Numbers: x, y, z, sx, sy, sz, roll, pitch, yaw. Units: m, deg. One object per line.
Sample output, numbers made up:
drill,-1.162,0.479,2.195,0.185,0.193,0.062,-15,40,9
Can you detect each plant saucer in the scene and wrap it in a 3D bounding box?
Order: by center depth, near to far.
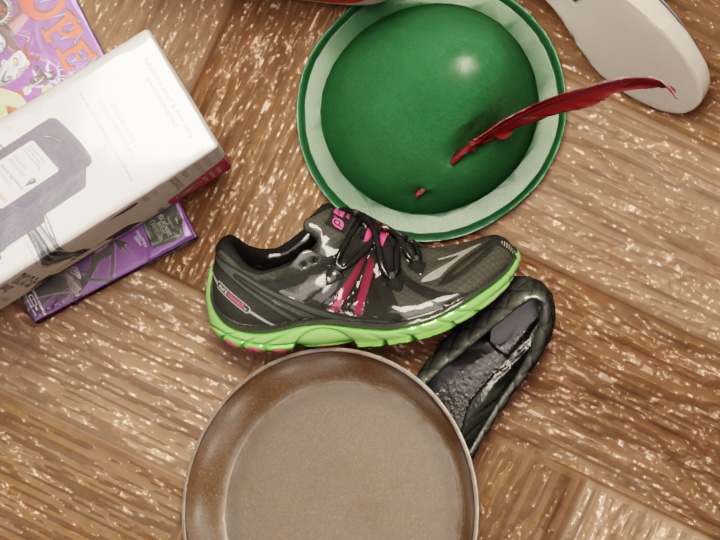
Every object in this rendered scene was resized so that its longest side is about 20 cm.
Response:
plant saucer,-0.015,0.149,1.443,0.199,0.032,0.202,-3,82,23

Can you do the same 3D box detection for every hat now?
hat,0.054,-0.111,1.403,0.199,0.176,0.166,-33,88,0

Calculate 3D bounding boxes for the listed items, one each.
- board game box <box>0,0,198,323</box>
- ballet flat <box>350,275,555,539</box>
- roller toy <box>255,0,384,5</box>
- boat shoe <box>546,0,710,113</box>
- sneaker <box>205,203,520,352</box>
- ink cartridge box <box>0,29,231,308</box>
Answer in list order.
board game box,-0.200,-0.082,1.484,0.119,0.032,0.201,-28,88,-4
ballet flat,0.053,0.087,1.457,0.066,0.057,0.201,32,90,2
roller toy,-0.053,-0.232,1.404,0.181,0.200,0.141,11,89,-18
boat shoe,0.158,-0.195,1.457,0.200,0.074,0.093,44,56,-19
sneaker,0.000,0.000,1.442,0.198,0.077,0.084,-7,106,3
ink cartridge box,-0.184,-0.049,1.396,0.199,0.145,0.085,-32,88,-1
